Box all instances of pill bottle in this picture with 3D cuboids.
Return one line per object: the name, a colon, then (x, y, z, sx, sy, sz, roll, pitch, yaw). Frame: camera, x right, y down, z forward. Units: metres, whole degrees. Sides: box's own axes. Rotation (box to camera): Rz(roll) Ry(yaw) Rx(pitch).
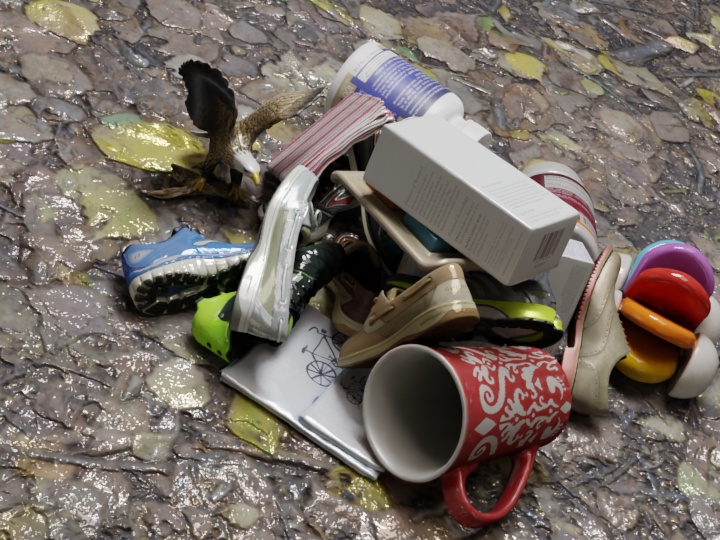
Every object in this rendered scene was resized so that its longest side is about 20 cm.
pill bottle: (0.064, -0.193, 1.981, 0.199, 0.120, 0.120, 35, 36, 16)
pill bottle: (0.232, -0.052, 1.896, 0.113, 0.115, 0.200, 21, 26, -5)

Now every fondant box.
fondant box: (0.142, 0.019, 1.726, 0.198, 0.145, 0.058, 13, 26, -16)

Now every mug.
mug: (0.113, 0.158, 1.571, 0.133, 0.179, 0.199, 10, 8, 41)

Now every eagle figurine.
eagle figurine: (-0.137, -0.160, 1.748, 0.150, 0.201, 0.152, 34, 36, 15)

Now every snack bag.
snack bag: (-0.024, 0.115, 1.617, 0.199, 0.021, 0.189, 32, 36, 10)

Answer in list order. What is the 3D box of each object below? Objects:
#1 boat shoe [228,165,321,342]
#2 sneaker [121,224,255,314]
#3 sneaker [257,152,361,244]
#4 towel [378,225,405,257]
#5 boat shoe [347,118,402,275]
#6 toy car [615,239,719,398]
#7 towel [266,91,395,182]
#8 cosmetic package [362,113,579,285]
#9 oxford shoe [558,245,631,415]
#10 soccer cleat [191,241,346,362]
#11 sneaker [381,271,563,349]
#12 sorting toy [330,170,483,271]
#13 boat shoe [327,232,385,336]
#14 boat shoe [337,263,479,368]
boat shoe: (-0.077, -0.018, 1.585, 0.064, 0.075, 0.203, 19, 56, 0)
sneaker: (-0.164, -0.014, 1.651, 0.199, 0.079, 0.089, -5, 47, -35)
sneaker: (-0.049, -0.095, 1.827, 0.080, 0.075, 0.200, 36, 37, 16)
towel: (0.098, -0.056, 1.799, 0.199, 0.022, 0.148, 31, 56, -39)
boat shoe: (0.041, -0.079, 1.804, 0.073, 0.063, 0.203, -3, 75, -52)
toy car: (0.357, 0.039, 1.831, 0.174, 0.151, 0.200, 26, 35, 3)
towel: (-0.038, -0.149, 1.798, 0.030, 0.146, 0.200, 52, -2, -15)
cosmetic package: (0.111, -0.075, 1.565, 0.200, 0.074, 0.101, 37, 30, 26)
oxford shoe: (0.272, 0.070, 1.747, 0.074, 0.071, 0.201, 17, 75, 4)
soccer cleat: (-0.085, 0.035, 1.625, 0.199, 0.068, 0.081, -29, 55, -29)
sneaker: (0.119, 0.030, 1.652, 0.198, 0.074, 0.081, 12, 51, -11)
sorting toy: (0.090, -0.060, 1.627, 0.184, 0.037, 0.200, -2, 33, -39)
boat shoe: (0.000, 0.000, 1.720, 0.072, 0.072, 0.200, 15, 26, -9)
boat shoe: (0.044, 0.050, 1.556, 0.071, 0.200, 0.065, 0, 70, -41)
